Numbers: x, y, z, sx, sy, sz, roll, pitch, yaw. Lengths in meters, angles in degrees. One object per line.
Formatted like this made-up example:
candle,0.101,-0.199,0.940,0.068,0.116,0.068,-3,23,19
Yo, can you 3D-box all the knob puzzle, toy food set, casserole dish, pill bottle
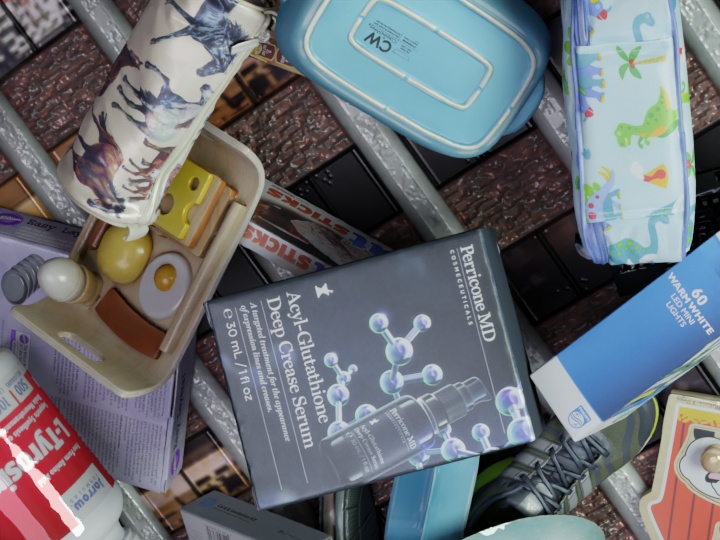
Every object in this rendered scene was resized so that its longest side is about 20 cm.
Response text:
knob puzzle,0.301,0.196,1.599,0.218,0.030,0.221,7,115,15
toy food set,-0.166,-0.026,1.569,0.143,0.060,0.201,31,97,38
casserole dish,0.054,0.169,1.624,0.039,0.121,0.201,7,116,-10
pill bottle,-0.256,0.167,1.666,0.112,0.112,0.200,-32,102,27
casserole dish,0.038,-0.149,1.436,0.199,0.039,0.121,30,106,-17

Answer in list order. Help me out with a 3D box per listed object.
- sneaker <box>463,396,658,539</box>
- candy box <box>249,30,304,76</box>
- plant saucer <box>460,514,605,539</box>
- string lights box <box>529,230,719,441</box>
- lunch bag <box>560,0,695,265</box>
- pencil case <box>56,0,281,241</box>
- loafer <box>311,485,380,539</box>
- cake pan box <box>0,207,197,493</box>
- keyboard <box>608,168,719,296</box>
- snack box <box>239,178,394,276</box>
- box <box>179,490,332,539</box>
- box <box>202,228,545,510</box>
sneaker,0.145,0.153,1.601,0.074,0.081,0.200,40,119,-3
candy box,0.002,-0.187,1.512,0.199,0.055,0.116,20,117,10
plant saucer,0.098,0.253,1.608,0.201,0.200,0.039,-47,52,28
string lights box,0.220,0.030,1.470,0.200,0.103,0.059,-40,78,27
lunch bag,0.176,-0.111,1.430,0.082,0.161,0.201,-4,109,8
pencil case,-0.131,-0.122,1.487,0.089,0.078,0.200,43,109,32
loafer,-0.019,0.247,1.705,0.063,0.072,0.201,2,115,24
cake pan box,-0.221,0.066,1.700,0.183,0.052,0.201,14,116,14
keyboard,0.267,-0.020,1.510,0.199,0.040,0.105,-14,107,24
snack box,0.000,0.000,1.586,0.199,0.072,0.024,29,117,4
box,-0.063,0.286,1.708,0.156,0.041,0.201,13,120,50
box,0.012,0.067,1.494,0.199,0.107,0.149,-15,89,8
